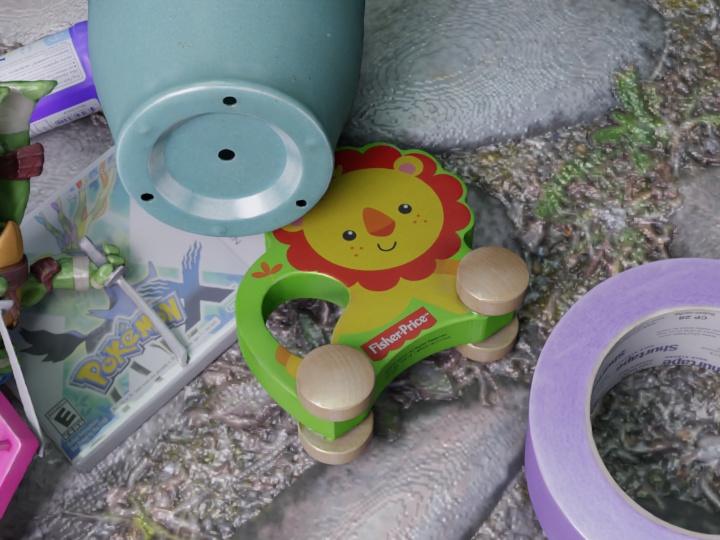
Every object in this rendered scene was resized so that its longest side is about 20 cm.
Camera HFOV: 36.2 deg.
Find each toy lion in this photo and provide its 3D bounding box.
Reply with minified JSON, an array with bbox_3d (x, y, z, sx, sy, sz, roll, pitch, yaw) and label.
[{"bbox_3d":[0.000,0.000,0.723,0.199,0.069,0.192,-31,57,-24],"label":"toy lion"}]

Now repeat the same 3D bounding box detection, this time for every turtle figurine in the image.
[{"bbox_3d":[-0.196,-0.017,0.684,0.143,0.196,0.199,-15,19,-42],"label":"turtle figurine"}]

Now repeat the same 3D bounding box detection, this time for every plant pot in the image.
[{"bbox_3d":[-0.088,-0.133,0.718,0.198,0.201,0.190,-7,53,3],"label":"plant pot"}]

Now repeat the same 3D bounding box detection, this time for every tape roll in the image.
[{"bbox_3d":[0.197,0.100,0.645,0.197,0.085,0.202,-3,62,6],"label":"tape roll"}]

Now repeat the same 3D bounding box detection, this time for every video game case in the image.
[{"bbox_3d":[-0.170,0.010,0.771,0.200,0.022,0.182,-42,65,-14],"label":"video game case"}]

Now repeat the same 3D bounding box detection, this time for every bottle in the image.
[{"bbox_3d":[-0.272,-0.123,0.818,0.198,0.084,0.066,-23,103,-4],"label":"bottle"}]

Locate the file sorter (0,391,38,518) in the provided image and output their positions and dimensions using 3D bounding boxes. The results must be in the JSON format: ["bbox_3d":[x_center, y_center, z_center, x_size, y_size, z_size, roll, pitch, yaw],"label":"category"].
[{"bbox_3d":[-0.301,0.087,0.602,0.200,0.125,0.140,41,109,30],"label":"file sorter"}]
